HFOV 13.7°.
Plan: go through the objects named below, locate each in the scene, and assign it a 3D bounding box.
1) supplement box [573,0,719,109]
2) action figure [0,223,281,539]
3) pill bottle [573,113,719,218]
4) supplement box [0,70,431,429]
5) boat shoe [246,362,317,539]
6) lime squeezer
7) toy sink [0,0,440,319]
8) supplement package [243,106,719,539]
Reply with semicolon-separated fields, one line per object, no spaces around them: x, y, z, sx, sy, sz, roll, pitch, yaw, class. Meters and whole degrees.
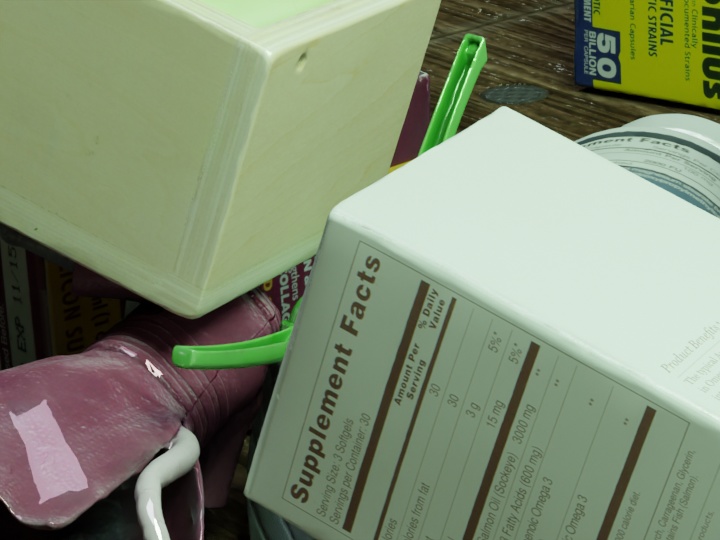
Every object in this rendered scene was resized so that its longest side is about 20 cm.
0.221;-0.147;1.579;0.199;0.109;0.109;12;25;38;supplement box
-0.077;0.040;1.041;0.149;0.134;0.200;-9;30;39;action figure
0.102;0.012;1.145;0.119;0.120;0.200;3;20;18;pill bottle
-0.074;-0.006;1.212;0.200;0.131;0.103;-21;26;-37;supplement box
0.005;0.092;1.039;0.062;0.072;0.200;7;26;-17;boat shoe
0.000;0.000;1.063;0.038;0.071;0.200;26;48;19;lime squeezer
-0.093;-0.088;1.072;0.200;0.112;0.130;27;27;21;toy sink
0.084;0.053;0.951;0.200;0.118;0.117;30;33;20;supplement package
